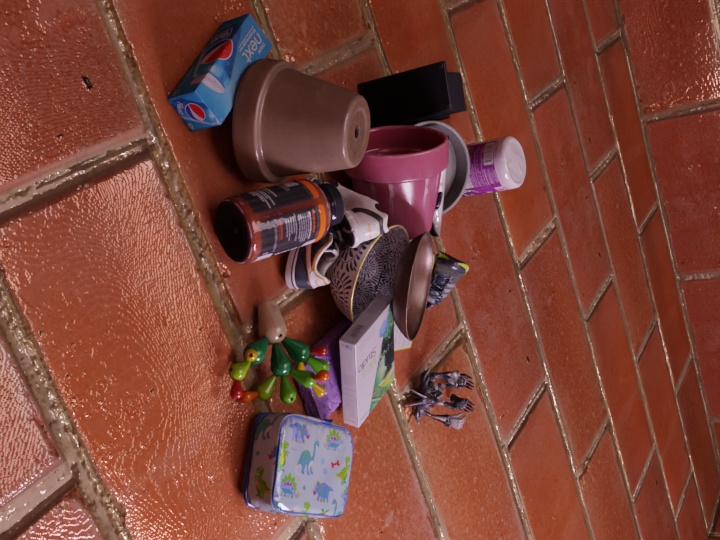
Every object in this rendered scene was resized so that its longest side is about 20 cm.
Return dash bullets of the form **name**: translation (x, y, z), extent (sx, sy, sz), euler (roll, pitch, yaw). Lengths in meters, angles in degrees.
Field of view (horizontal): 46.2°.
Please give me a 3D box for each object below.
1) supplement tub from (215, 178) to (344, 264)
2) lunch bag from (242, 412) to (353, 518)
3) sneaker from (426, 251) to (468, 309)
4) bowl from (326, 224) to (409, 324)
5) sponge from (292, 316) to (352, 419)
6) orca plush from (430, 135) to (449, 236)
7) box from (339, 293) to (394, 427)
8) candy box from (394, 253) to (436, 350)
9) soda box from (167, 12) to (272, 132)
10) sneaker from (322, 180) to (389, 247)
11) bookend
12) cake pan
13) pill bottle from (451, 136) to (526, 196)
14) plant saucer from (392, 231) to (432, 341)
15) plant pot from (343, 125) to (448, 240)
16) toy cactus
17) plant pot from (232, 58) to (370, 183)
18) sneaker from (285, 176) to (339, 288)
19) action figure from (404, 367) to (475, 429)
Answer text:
- **supplement tub**: translation (-0.121, -0.083, 1.333), extent (0.199, 0.107, 0.107), euler (-19, 101, -37)
- **lunch bag**: translation (-0.096, 0.314, 1.365), extent (0.200, 0.082, 0.162), euler (26, 65, -50)
- **sneaker**: translation (0.163, 0.026, 1.711), extent (0.200, 0.074, 0.081), euler (110, 5, -68)
- **bowl**: translation (0.000, 0.000, 1.515), extent (0.201, 0.094, 0.201), euler (-44, 145, -43)
- **sponge**: translation (-0.043, 0.170, 1.507), extent (0.200, 0.030, 0.112), euler (-42, 119, -50)
- **orca plush**: translation (0.132, -0.170, 1.681), extent (0.105, 0.071, 0.201), euler (-72, 166, -63)
- **box**: translation (0.015, 0.161, 1.503), extent (0.144, 0.036, 0.201), euler (-48, 147, -44)
- **candy box**: translation (0.090, 0.061, 1.648), extent (0.102, 0.026, 0.201), euler (-1, 109, -54)
- **soda box**: translation (-0.215, -0.309, 1.312), extent (0.068, 0.064, 0.201), euler (54, 44, -35)
- **sneaker**: translation (-0.013, -0.102, 1.472), extent (0.080, 0.200, 0.074), euler (-16, 125, -15)
- **bookend**: translation (0.135, -0.349, 1.693), extent (0.198, 0.199, 0.093), euler (-16, 98, -53)
- **cake pan**: translation (0.133, -0.207, 1.733), extent (0.199, 0.037, 0.201), euler (-7, 105, -26)
- **pill bottle**: translation (0.246, -0.219, 1.826), extent (0.112, 0.199, 0.113), euler (11, 76, -53)
- **plant saucer**: translation (0.092, 0.027, 1.531), extent (0.200, 0.036, 0.201), euler (9, 90, -76)
- **plant pot**: translation (0.069, -0.162, 1.595), extent (0.200, 0.199, 0.180), euler (-39, 132, -50)
- **toy cactus**: translation (-0.130, 0.128, 1.341), extent (0.199, 0.102, 0.166), euler (-3, 71, -35)
- **plant pot**: translation (-0.083, -0.227, 1.343), extent (0.200, 0.174, 0.201), euler (11, 90, -71)
- **sneaker**: translation (-0.072, -0.063, 1.449), extent (0.078, 0.079, 0.201), euler (46, 49, -67)
- **action figure**: translation (0.177, 0.258, 1.742), extent (0.200, 0.102, 0.120), euler (1, 95, -56)
